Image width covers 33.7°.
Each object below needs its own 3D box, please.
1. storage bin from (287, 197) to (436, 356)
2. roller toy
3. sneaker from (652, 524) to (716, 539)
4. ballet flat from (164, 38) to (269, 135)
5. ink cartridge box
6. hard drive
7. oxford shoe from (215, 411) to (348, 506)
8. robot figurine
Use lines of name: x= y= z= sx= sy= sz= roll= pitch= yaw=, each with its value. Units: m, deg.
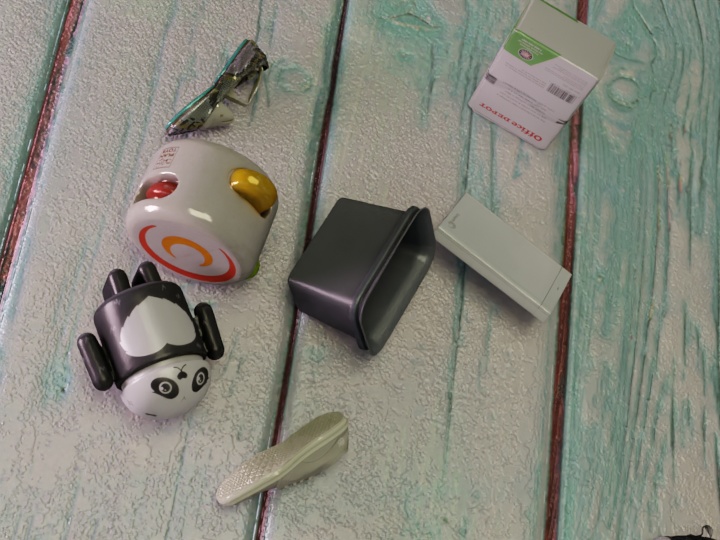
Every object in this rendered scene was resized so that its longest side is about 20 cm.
storage bin: x=0.000 y=0.000 z=1.640 sx=0.134 sy=0.146 sz=0.200 roll=20 pitch=62 yaw=25
roller toy: x=-0.207 y=-0.082 z=1.578 sx=0.182 sy=0.200 sz=0.140 roll=19 pitch=64 yaw=0
sneaker: x=0.476 y=0.442 z=1.601 sx=0.113 sy=0.076 sz=0.201 roll=-15 pitch=70 yaw=-17
ballet flat: x=-0.198 y=-0.251 z=1.719 sx=0.072 sy=0.072 sz=0.201 roll=37 pitch=66 yaw=2
ink cartridge box: x=0.268 y=-0.292 z=1.784 sx=0.146 sy=0.200 sz=0.085 roll=30 pitch=61 yaw=-2
hard drive: x=0.207 y=-0.022 z=1.720 sx=0.200 sy=0.027 sz=0.132 roll=38 pitch=35 yaw=3
oxford shoe: x=-0.094 y=0.255 z=1.540 sx=0.199 sy=0.075 sz=0.058 roll=-29 pitch=114 yaw=-22
robot figurine: x=-0.267 y=0.091 z=1.524 sx=0.150 sy=0.125 sz=0.201 roll=-26 pitch=74 yaw=10
